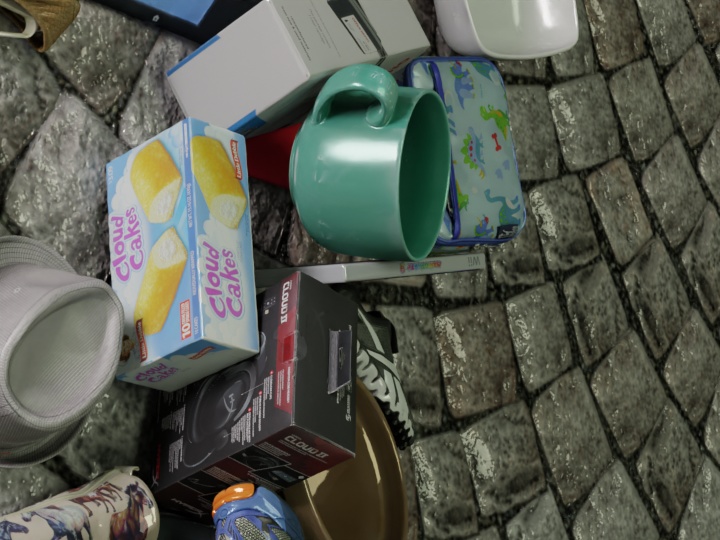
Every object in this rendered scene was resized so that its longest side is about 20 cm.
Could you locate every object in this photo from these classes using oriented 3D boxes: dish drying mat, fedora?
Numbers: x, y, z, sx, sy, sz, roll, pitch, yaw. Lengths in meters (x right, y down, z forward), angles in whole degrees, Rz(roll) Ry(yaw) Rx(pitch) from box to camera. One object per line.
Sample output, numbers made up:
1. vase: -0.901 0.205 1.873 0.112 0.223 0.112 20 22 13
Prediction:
1. dish drying mat: -0.080 -0.119 1.780 0.200 0.018 0.077 17 71 -45
2. fedora: -0.252 0.061 1.501 0.200 0.090 0.177 -46 116 -42

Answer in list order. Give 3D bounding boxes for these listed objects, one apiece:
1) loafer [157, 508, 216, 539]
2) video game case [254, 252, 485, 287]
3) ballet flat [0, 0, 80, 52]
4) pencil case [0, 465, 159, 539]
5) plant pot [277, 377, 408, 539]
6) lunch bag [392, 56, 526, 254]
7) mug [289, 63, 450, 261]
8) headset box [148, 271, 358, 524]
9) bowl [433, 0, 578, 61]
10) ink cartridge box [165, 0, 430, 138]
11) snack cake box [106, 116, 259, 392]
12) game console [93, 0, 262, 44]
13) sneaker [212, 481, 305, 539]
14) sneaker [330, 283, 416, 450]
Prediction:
1. loafer: -0.120 0.250 1.627 0.200 0.070 0.068 31 60 -40
2. video game case: 0.000 0.000 1.752 0.200 0.143 0.018 -5 91 -48
3. ballet flat: -0.314 -0.232 1.521 0.200 0.068 0.073 29 81 -45
4. pencil case: -0.249 0.216 1.484 0.200 0.078 0.090 -18 115 -47
5. plant pot: -0.043 0.189 1.689 0.201 0.092 0.202 44 37 -47
6. lunch bag: 0.086 -0.116 1.919 0.160 0.082 0.201 -1 82 -45
7. mug: 0.004 -0.103 1.670 0.152 0.114 0.186 -40 132 -63
8. headset box: -0.082 0.104 1.575 0.077 0.200 0.149 31 45 -37
9. bowl: 0.141 -0.319 2.020 0.200 0.074 0.201 -11 91 -49
10. ink cartridge box: -0.054 -0.190 1.708 0.200 0.144 0.084 -22 84 -53
11. snack cake box: -0.151 -0.012 1.584 0.067 0.115 0.201 17 58 -44
12. game console: -0.140 -0.289 1.655 0.200 0.031 0.177 18 112 -43
13. sneaker: -0.054 0.263 1.568 0.200 0.075 0.079 40 38 -24
14. sneaker: 0.011 0.087 1.792 0.200 0.066 0.091 56 47 -37
